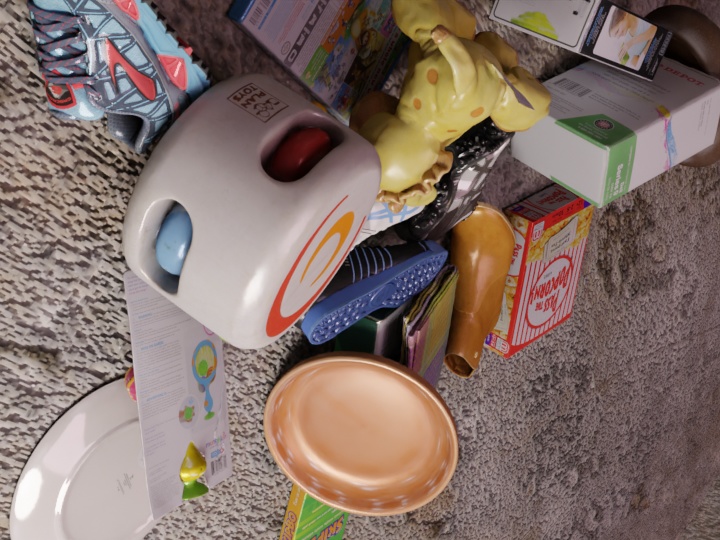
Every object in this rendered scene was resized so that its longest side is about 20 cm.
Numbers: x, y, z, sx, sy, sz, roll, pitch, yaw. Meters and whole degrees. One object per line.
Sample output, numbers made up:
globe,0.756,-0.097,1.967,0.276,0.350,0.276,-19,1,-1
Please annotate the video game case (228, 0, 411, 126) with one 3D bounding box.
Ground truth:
video game case,-0.018,-0.223,0.898,0.144,0.018,0.200,-60,147,-3

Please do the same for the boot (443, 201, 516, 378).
boot,0.127,0.029,1.196,0.202,0.070,0.145,71,34,-57

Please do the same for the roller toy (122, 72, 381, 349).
roller toy,-0.083,-0.050,0.802,0.201,0.139,0.182,-56,170,-2

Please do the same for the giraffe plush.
giraffe plush,0.058,-0.133,0.923,0.172,0.200,0.162,32,114,-25

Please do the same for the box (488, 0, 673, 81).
box,0.238,-0.262,1.128,0.200,0.116,0.060,0,116,-55

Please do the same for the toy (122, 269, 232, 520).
toy,-0.161,0.092,0.884,0.115,0.047,0.201,-19,103,-61

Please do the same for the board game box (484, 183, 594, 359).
board game box,0.229,-0.005,1.362,0.151,0.046,0.201,-27,134,-41

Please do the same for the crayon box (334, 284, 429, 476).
crayon box,0.018,0.105,1.132,0.127,0.051,0.201,-38,141,-53

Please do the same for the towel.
towel,0.063,0.102,1.124,0.144,0.023,0.201,-51,153,-54

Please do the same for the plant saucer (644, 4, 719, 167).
plant saucer,0.380,-0.218,1.285,0.032,0.200,0.201,-21,132,-23

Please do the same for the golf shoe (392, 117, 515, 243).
golf shoe,0.102,-0.109,1.104,0.200,0.078,0.095,-48,155,-8

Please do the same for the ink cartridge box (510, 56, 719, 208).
ink cartridge box,0.292,-0.171,1.211,0.199,0.145,0.088,-29,136,-26

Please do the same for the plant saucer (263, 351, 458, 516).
plant saucer,0.002,0.160,1.066,0.038,0.199,0.201,-65,163,-57

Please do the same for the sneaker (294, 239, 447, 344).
sneaker,0.000,0.000,1.022,0.199,0.078,0.070,-23,150,-43

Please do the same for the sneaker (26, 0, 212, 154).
sneaker,-0.173,-0.142,0.693,0.096,0.079,0.200,-54,146,-7

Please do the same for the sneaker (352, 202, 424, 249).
sneaker,-0.016,-0.048,0.980,0.199,0.072,0.073,-17,128,-44

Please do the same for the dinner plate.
dinner plate,-0.213,0.184,0.927,0.200,0.024,0.201,-34,138,-37

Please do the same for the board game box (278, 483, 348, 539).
board game box,-0.042,0.254,1.203,0.095,0.030,0.201,-9,118,-50
